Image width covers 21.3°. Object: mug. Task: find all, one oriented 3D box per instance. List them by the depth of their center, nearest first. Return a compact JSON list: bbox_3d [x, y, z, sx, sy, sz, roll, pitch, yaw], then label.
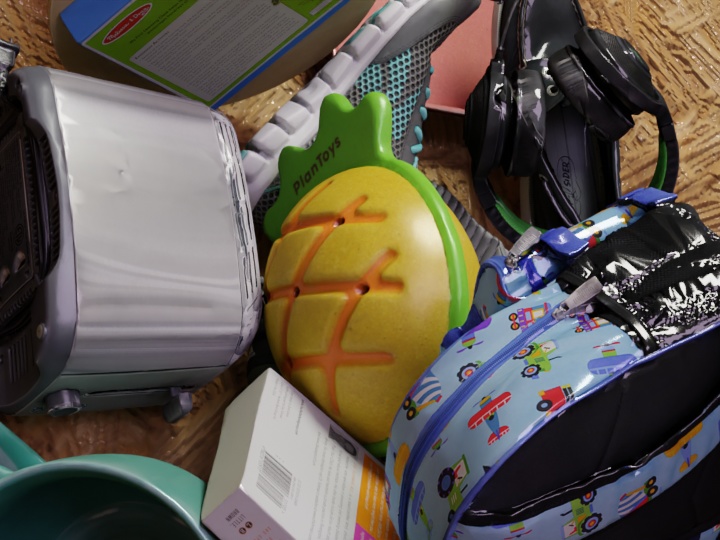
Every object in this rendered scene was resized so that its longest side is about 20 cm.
[{"bbox_3d":[-0.118,0.147,0.890,0.150,0.114,0.187,-8,86,9],"label":"mug"}]

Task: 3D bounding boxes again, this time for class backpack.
[{"bbox_3d":[0.091,0.077,0.876,0.199,0.184,0.135,-26,51,-25],"label":"backpack"}]

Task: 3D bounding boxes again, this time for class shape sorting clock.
[{"bbox_3d":[-0.075,-0.159,1.045,0.198,0.200,0.039,-5,56,-35],"label":"shape sorting clock"}]

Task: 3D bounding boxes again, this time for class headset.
[{"bbox_3d":[0.112,-0.094,1.109,0.094,0.122,0.202,-88,156,-67],"label":"headset"}]

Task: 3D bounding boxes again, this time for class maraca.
[{"bbox_3d":[0.000,0.000,0.993,0.106,0.137,0.201,12,45,-40],"label":"maraca"}]

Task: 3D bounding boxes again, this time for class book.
[{"bbox_3d":[0.012,0.146,0.905,0.200,0.048,0.134,45,15,-12],"label":"book"}]

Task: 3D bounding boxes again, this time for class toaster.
[{"bbox_3d":[-0.132,-0.019,0.994,0.128,0.113,0.202,6,62,-35],"label":"toaster"}]

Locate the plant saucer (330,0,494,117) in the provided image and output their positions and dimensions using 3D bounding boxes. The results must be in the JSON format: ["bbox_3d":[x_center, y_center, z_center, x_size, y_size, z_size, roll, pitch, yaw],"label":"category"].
[{"bbox_3d":[0.051,-0.182,1.242,0.198,0.037,0.202,7,64,-30],"label":"plant saucer"}]

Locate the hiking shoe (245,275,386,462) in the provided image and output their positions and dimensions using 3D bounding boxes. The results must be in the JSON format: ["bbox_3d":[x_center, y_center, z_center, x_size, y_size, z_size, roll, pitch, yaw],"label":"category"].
[{"bbox_3d":[0.028,0.057,1.083,0.198,0.076,0.102,14,64,-26],"label":"hiking shoe"}]

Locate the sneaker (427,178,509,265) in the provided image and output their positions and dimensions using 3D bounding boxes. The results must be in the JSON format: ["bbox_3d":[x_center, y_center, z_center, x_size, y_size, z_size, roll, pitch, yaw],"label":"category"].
[{"bbox_3d":[0.066,0.013,1.143,0.199,0.089,0.074,31,73,11],"label":"sneaker"}]

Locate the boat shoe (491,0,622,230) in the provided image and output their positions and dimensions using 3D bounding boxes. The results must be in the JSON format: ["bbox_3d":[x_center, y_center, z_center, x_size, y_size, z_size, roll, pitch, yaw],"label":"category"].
[{"bbox_3d":[0.129,-0.097,1.187,0.074,0.066,0.202,-5,95,-30],"label":"boat shoe"}]

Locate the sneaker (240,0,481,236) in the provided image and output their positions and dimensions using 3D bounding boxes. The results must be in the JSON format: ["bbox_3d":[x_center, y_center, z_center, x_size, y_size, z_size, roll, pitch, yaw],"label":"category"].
[{"bbox_3d":[0.008,-0.085,1.110,0.091,0.078,0.200,44,83,-5],"label":"sneaker"}]
